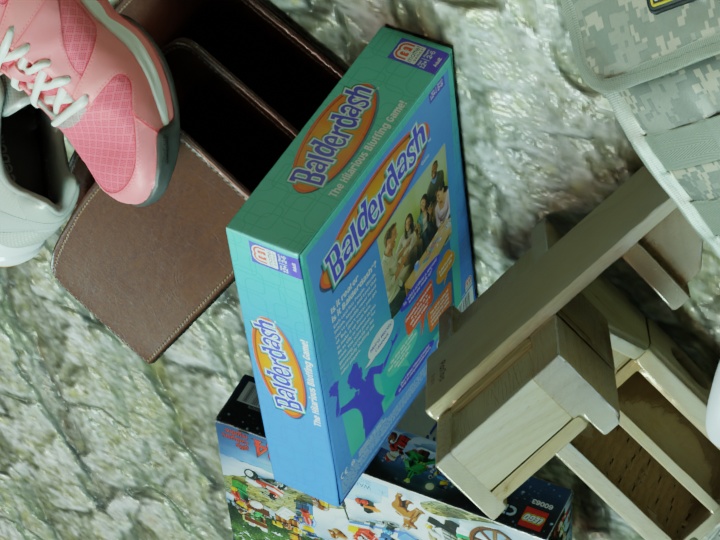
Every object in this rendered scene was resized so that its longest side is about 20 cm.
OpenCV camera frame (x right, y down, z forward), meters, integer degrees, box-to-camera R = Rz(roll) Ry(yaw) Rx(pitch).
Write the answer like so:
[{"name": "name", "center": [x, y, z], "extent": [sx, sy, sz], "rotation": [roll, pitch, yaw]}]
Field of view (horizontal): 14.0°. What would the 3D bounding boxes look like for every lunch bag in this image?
[{"name": "lunch bag", "center": [0.178, -0.107, 1.222], "extent": [0.200, 0.118, 0.164], "rotation": [53, 145, -14]}]

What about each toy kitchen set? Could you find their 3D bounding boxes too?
[{"name": "toy kitchen set", "center": [0.152, 0.059, 1.427], "extent": [0.180, 0.200, 0.163], "rotation": [44, 105, -12]}]

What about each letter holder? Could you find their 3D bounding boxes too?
[{"name": "letter holder", "center": [-0.103, -0.062, 1.557], "extent": [0.142, 0.101, 0.200], "rotation": [41, 147, -4]}]

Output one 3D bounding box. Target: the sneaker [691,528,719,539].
[{"name": "sneaker", "center": [0.203, 0.148, 1.408], "extent": [0.076, 0.092, 0.200], "rotation": [6, 161, -26]}]

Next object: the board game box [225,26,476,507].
[{"name": "board game box", "center": [0.000, 0.000, 1.489], "extent": [0.045, 0.152, 0.200], "rotation": [21, 144, 23]}]

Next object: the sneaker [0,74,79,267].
[{"name": "sneaker", "center": [-0.197, -0.107, 1.566], "extent": [0.092, 0.076, 0.200], "rotation": [-25, 87, 55]}]

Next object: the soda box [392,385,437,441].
[{"name": "soda box", "center": [0.027, 0.113, 1.685], "extent": [0.063, 0.068, 0.200], "rotation": [15, 143, 30]}]

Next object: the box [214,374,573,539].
[{"name": "box", "center": [0.020, 0.143, 1.632], "extent": [0.200, 0.038, 0.137], "rotation": [19, 143, 19]}]

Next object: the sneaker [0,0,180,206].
[{"name": "sneaker", "center": [-0.162, -0.115, 1.444], "extent": [0.074, 0.087, 0.200], "rotation": [-31, 84, 53]}]

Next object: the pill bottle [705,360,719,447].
[{"name": "pill bottle", "center": [0.270, 0.069, 1.360], "extent": [0.200, 0.112, 0.112], "rotation": [25, 146, 18]}]
